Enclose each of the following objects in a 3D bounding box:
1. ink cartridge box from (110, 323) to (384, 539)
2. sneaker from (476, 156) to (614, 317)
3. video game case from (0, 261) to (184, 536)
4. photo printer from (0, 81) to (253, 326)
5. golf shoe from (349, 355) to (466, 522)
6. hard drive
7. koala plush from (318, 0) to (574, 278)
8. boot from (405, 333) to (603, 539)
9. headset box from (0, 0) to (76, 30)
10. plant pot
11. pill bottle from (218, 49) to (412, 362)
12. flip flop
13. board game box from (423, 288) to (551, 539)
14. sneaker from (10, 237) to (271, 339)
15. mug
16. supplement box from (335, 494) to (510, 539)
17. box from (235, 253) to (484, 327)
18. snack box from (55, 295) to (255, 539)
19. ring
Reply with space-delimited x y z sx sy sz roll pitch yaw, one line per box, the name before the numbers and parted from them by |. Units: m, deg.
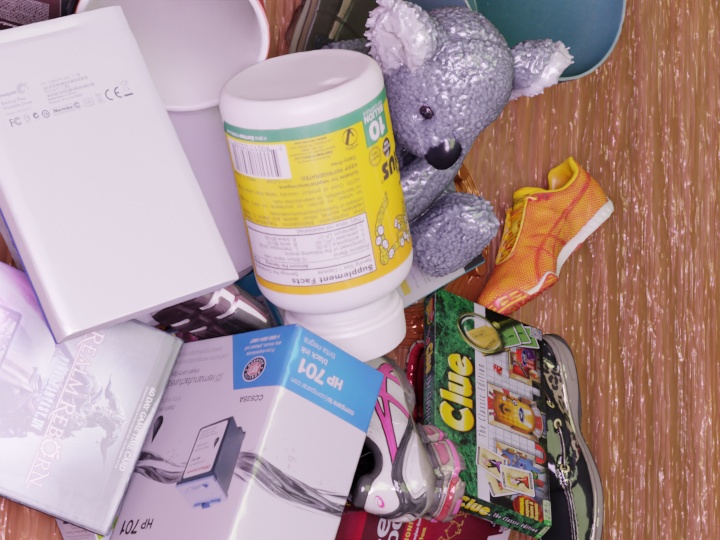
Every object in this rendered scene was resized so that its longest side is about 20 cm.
ink cartridge box | -0.083 0.147 1.228 0.086 0.146 0.200 34 62 -31
sneaker | 0.144 -0.023 1.586 0.077 0.073 0.200 46 46 -6
video game case | -0.233 0.073 1.220 0.200 0.019 0.143 24 76 -14
photo printer | -0.158 -0.047 1.330 0.200 0.069 0.167 -29 99 -40
golf shoe | -0.002 0.112 1.358 0.092 0.200 0.073 6 114 -29
hard drive | -0.174 -0.065 1.188 0.132 0.025 0.200 -19 82 -35
koala plush | 0.043 -0.126 1.360 0.177 0.200 0.184 13 59 -22
boot | 0.115 0.149 1.511 0.154 0.073 0.204 4 71 -37
headset box | -0.214 -0.268 1.246 0.075 0.200 0.149 15 68 -4
plant pot | 0.105 -0.239 1.550 0.200 0.135 0.200 11 73 -37
pill bottle | -0.025 -0.040 1.265 0.113 0.113 0.200 -32 121 -40
flip flop | -0.028 -0.188 1.486 0.081 0.058 0.200 25 80 -38
board game box | 0.097 0.107 1.438 0.105 0.023 0.200 20 43 -18
sneaker | -0.133 -0.034 1.255 0.200 0.076 0.116 28 63 -32
mug | -0.121 -0.243 1.313 0.133 0.178 0.200 11 43 -9
supplement box | 0.021 0.206 1.396 0.200 0.061 0.109 -1 117 -39
box | 0.000 0.000 1.440 0.200 0.049 0.082 -29 97 -35
snack box | -0.135 0.119 1.322 0.200 0.053 0.142 -25 98 -40
ring | 0.036 -0.036 1.522 0.200 0.019 0.201 10 74 -38
